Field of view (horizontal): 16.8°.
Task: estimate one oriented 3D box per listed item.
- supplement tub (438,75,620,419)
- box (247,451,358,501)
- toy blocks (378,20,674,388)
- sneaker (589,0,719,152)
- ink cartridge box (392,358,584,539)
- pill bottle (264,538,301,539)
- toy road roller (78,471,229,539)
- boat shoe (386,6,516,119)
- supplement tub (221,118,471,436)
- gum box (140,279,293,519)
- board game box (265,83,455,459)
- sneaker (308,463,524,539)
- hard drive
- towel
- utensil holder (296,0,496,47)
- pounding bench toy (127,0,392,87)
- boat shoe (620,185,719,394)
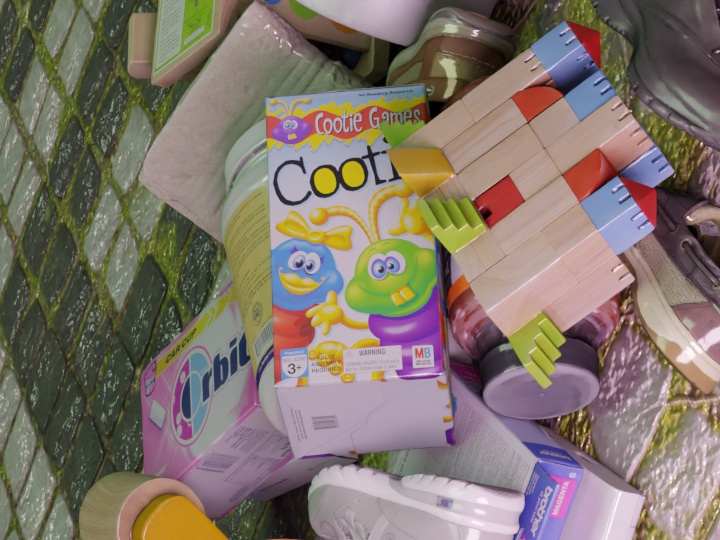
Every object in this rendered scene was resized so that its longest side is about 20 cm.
[{"bbox_3d":[0.102,-0.014,1.485,0.107,0.106,0.201,-44,41,49],"label":"supplement tub"},{"bbox_3d":[-0.047,0.059,1.832,0.156,0.041,0.201,-29,54,57],"label":"box"},{"bbox_3d":[0.108,-0.050,1.368,0.136,0.100,0.200,-36,44,8],"label":"toy blocks"},{"bbox_3d":[0.195,-0.141,1.401,0.091,0.076,0.201,-51,38,25],"label":"sneaker"},{"bbox_3d":[0.075,0.143,1.483,0.120,0.042,0.200,-71,23,13],"label":"ink cartridge box"},{"bbox_3d":[-0.052,0.287,1.657,0.106,0.106,0.201,-32,51,56],"label":"pill bottle"},{"bbox_3d":[-0.142,0.255,1.749,0.146,0.200,0.123,-45,18,-20],"label":"toy road roller"},{"bbox_3d":[0.051,-0.108,1.621,0.200,0.075,0.072,108,177,-73],"label":"boat shoe"},{"bbox_3d":[-0.014,0.002,1.648,0.146,0.145,0.201,-51,43,42],"label":"supplement tub"},{"bbox_3d":[-0.090,0.089,1.782,0.200,0.066,0.114,-43,43,49],"label":"gum box"},{"bbox_3d":[0.000,0.000,1.499,0.105,0.102,0.201,79,-173,-62],"label":"board game box"},{"bbox_3d":[0.021,0.162,1.454,0.200,0.074,0.083,-7,70,64],"label":"sneaker"},{"bbox_3d":[0.103,0.207,1.471,0.132,0.027,0.201,34,108,63],"label":"hard drive"},{"bbox_3d":[-0.070,-0.095,1.767,0.200,0.132,0.035,-49,9,41],"label":"towel"},{"bbox_3d":[0.041,-0.270,1.663,0.170,0.169,0.201,52,126,58],"label":"utensil holder"},{"bbox_3d":[-0.075,-0.190,1.872,0.200,0.155,0.125,-27,55,58],"label":"pounding bench toy"},{"bbox_3d":[0.183,-0.009,1.372,0.066,0.072,0.201,-36,29,15],"label":"boat shoe"}]
